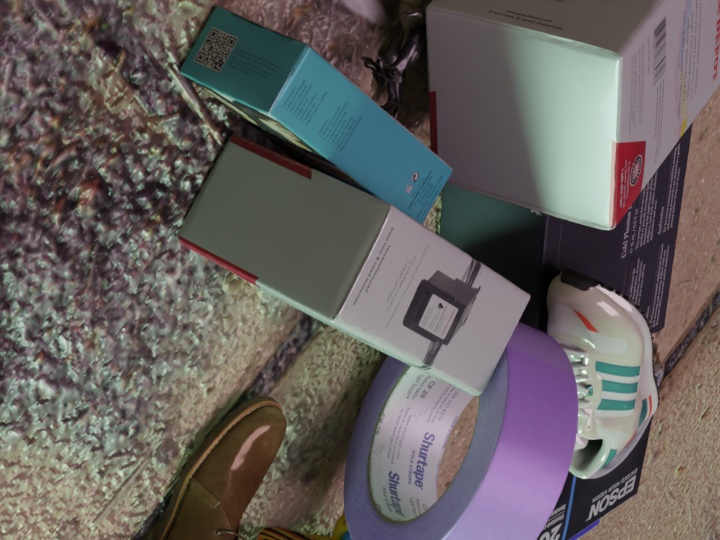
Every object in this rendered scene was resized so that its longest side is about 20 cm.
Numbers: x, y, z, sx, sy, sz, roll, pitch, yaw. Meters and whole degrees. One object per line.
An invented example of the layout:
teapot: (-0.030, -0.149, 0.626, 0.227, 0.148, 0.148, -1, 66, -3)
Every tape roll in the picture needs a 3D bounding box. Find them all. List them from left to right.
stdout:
tape roll: (0.069, 0.126, 1.322, 0.066, 0.200, 0.200, 24, 94, -26)

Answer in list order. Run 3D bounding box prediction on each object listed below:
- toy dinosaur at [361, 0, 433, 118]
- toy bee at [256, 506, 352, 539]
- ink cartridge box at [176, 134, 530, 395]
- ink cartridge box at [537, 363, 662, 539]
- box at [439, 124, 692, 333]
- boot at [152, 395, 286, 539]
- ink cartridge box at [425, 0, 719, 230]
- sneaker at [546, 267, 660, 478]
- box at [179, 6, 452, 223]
toy dinosaur: (0.034, -0.147, 1.249, 0.088, 0.047, 0.200, -51, 148, -26)
toy bee: (-0.011, 0.237, 1.417, 0.200, 0.109, 0.131, 41, 82, -28)
ink cartridge box: (0.000, 0.000, 1.214, 0.200, 0.145, 0.083, 30, 86, -55)
ink cartridge box: (0.190, 0.198, 1.678, 0.198, 0.043, 0.200, -24, 132, -42)
box: (0.155, -0.022, 1.432, 0.182, 0.104, 0.200, -28, 133, -40)
boot: (-0.098, 0.184, 1.277, 0.200, 0.075, 0.074, -59, 143, -6)
ink cartridge box: (0.155, -0.155, 1.275, 0.200, 0.144, 0.145, -48, 145, -41)
sneaker: (0.169, 0.084, 1.369, 0.093, 0.070, 0.200, -53, 147, -21)
box: (-0.024, -0.094, 1.176, 0.049, 0.082, 0.200, -60, 145, -3)
